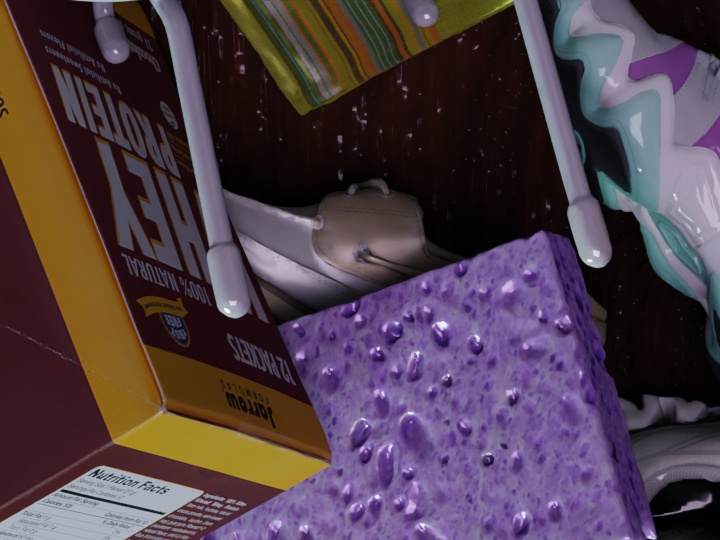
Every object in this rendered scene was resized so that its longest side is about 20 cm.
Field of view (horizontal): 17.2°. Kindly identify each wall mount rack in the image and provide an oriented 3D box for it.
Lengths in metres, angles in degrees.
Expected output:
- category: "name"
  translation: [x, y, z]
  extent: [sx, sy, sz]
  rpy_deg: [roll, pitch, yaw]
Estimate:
- category: "wall mount rack"
  translation: [-0.007, -0.068, 0.750]
  extent: [0.199, 0.174, 0.075]
  rpy_deg: [-8, 124, -17]

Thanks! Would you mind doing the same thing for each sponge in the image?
- category: "sponge"
  translation: [-0.004, 0.069, 0.843]
  extent: [0.199, 0.030, 0.112]
  rpy_deg: [-20, 75, 22]

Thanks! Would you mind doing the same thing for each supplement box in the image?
- category: "supplement box"
  translation: [-0.151, 0.018, 0.817]
  extent: [0.199, 0.133, 0.198]
  rpy_deg: [-29, 69, 14]

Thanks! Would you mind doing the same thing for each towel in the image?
- category: "towel"
  translation: [0.027, -0.125, 0.837]
  extent: [0.199, 0.018, 0.086]
  rpy_deg: [-24, 113, 38]

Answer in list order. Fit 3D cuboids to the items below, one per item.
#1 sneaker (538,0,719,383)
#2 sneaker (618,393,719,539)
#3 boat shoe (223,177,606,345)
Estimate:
- category: "sneaker"
  translation: [0.162, -0.052, 0.897]
  extent: [0.139, 0.078, 0.201]
  rpy_deg: [-33, 97, -10]
- category: "sneaker"
  translation: [0.175, 0.076, 0.935]
  extent: [0.199, 0.081, 0.076]
  rpy_deg: [-17, 109, 3]
- category: "boat shoe"
  translation: [0.000, 0.000, 0.910]
  extent: [0.199, 0.075, 0.069]
  rpy_deg: [28, 87, -9]
